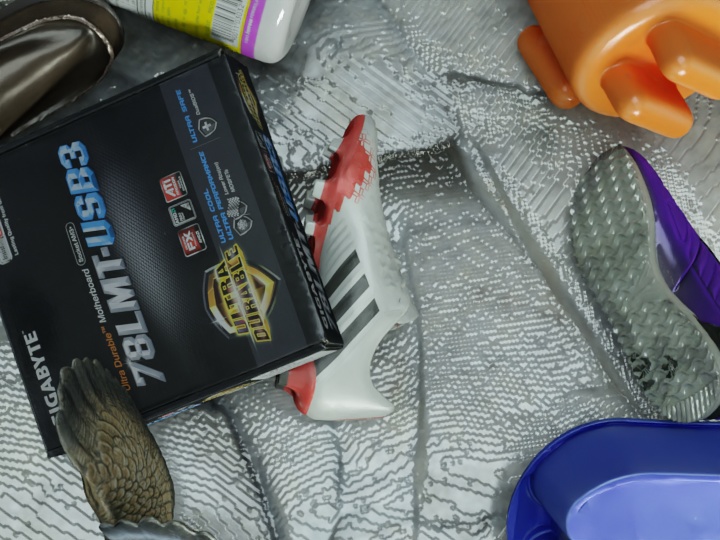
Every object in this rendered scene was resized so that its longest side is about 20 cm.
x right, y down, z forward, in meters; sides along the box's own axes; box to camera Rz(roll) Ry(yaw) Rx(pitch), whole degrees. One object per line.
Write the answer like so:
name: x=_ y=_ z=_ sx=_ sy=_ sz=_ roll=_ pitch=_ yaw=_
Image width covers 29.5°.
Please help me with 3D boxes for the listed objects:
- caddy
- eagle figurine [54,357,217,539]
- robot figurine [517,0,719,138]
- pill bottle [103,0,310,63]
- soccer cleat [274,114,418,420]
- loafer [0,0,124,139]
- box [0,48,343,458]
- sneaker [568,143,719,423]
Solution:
caddy: x=0.194 y=0.167 z=0.856 sx=0.200 sy=0.105 sz=0.142 roll=3 pitch=103 yaw=-4
eagle figurine: x=-0.124 y=0.167 z=0.782 sx=0.152 sy=0.151 sz=0.200 roll=20 pitch=116 yaw=1
robot figurine: x=0.171 y=-0.182 z=0.888 sx=0.116 sy=0.144 sz=0.200 roll=-14 pitch=58 yaw=-10
pill bottle: x=-0.127 y=-0.212 z=0.867 sx=0.200 sy=0.104 sz=0.104 roll=21 pitch=80 yaw=0
soccer cleat: x=0.000 y=0.000 z=0.891 sx=0.085 sy=0.069 sz=0.200 roll=11 pitch=84 yaw=-7
loafer: x=-0.237 y=-0.105 z=0.867 sx=0.200 sy=0.073 sz=0.071 roll=-28 pitch=42 yaw=9
box: x=-0.135 y=-0.008 z=0.862 sx=0.198 sy=0.050 sz=0.200 roll=-21 pitch=81 yaw=11
sneaker: x=0.210 y=0.011 z=0.904 sx=0.099 sy=0.070 sz=0.200 roll=5 pitch=57 yaw=-37
